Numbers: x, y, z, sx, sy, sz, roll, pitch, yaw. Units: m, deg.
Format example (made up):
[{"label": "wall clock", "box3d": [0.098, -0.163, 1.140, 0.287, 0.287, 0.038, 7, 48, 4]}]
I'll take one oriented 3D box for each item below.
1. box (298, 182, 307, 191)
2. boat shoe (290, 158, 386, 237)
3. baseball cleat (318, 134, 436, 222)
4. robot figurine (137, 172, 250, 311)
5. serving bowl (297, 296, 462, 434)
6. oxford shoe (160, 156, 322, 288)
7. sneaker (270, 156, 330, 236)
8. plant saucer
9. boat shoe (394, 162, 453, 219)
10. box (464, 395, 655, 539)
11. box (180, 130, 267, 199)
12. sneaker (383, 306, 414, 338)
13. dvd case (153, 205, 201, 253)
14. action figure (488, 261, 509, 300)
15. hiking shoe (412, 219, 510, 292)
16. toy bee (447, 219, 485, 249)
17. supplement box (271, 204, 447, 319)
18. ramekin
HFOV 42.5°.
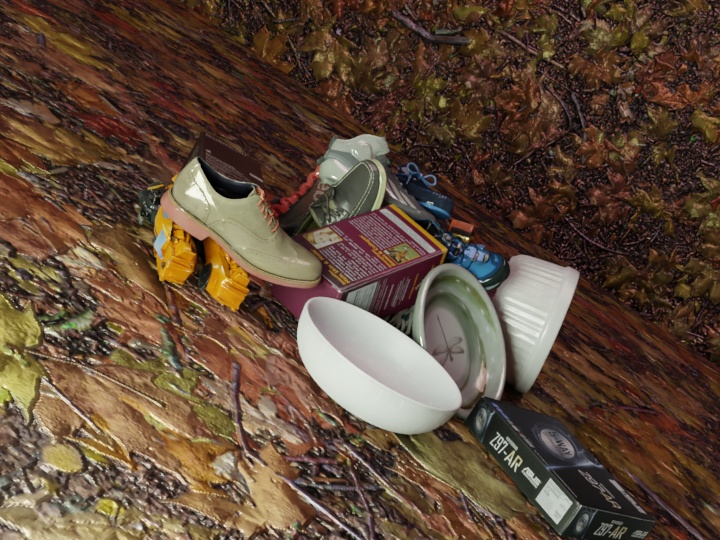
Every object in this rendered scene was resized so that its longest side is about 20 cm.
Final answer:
[{"label": "box", "box3d": [-0.007, -0.079, 1.496, 0.198, 0.046, 0.159, 30, -21, -11]}, {"label": "boat shoe", "box3d": [-0.039, -0.068, 1.249, 0.065, 0.201, 0.072, 5, 44, -44]}, {"label": "baseball cleat", "box3d": [0.039, -0.129, 1.319, 0.198, 0.108, 0.070, 25, -7, -27]}, {"label": "robot figurine", "box3d": [-0.184, -0.042, 1.068, 0.144, 0.058, 0.201, 26, 26, -29]}, {"label": "serving bowl", "box3d": [0.010, 0.112, 1.001, 0.199, 0.066, 0.200, 31, 13, -8]}, {"label": "oxford shoe", "box3d": [-0.116, -0.049, 1.011, 0.198, 0.075, 0.071, 30, 24, -21]}, {"label": "sneaker", "box3d": [-0.054, -0.098, 1.352, 0.098, 0.200, 0.071, 44, -11, 15]}, {"label": "plant saucer", "box3d": [0.117, 0.094, 1.195, 0.199, 0.050, 0.203, 24, 59, -46]}, {"label": "boat shoe", "box3d": [0.062, -0.136, 1.425, 0.198, 0.069, 0.084, 24, -9, 32]}, {"label": "box", "box3d": [0.237, 0.241, 1.113, 0.159, 0.044, 0.200, 21, 18, -38]}, {"label": "box", "box3d": [-0.188, -0.117, 1.258, 0.099, 0.076, 0.200, 28, 12, -18]}, {"label": "sneaker", "box3d": [0.058, 0.053, 1.298, 0.079, 0.072, 0.199, 33, 11, 22]}, {"label": "dvd case", "box3d": [-0.198, -0.058, 1.221, 0.142, 0.018, 0.200, 32, 13, -8]}, {"label": "action figure", "box3d": [0.225, 0.072, 1.627, 0.198, 0.135, 0.149, 25, 53, 21]}, {"label": "hiking shoe", "box3d": [0.107, -0.024, 1.272, 0.197, 0.087, 0.075, 11, 53, 16]}, {"label": "toy bee", "box3d": [0.161, 0.005, 1.464, 0.130, 0.110, 0.200, 10, -17, 35]}, {"label": "supplement box", "box3d": [0.000, 0.000, 1.169, 0.199, 0.086, 0.110, -20, 50, -41]}, {"label": "ramekin", "box3d": [0.244, 0.072, 1.402, 0.104, 0.202, 0.200, 24, 13, 8]}]
